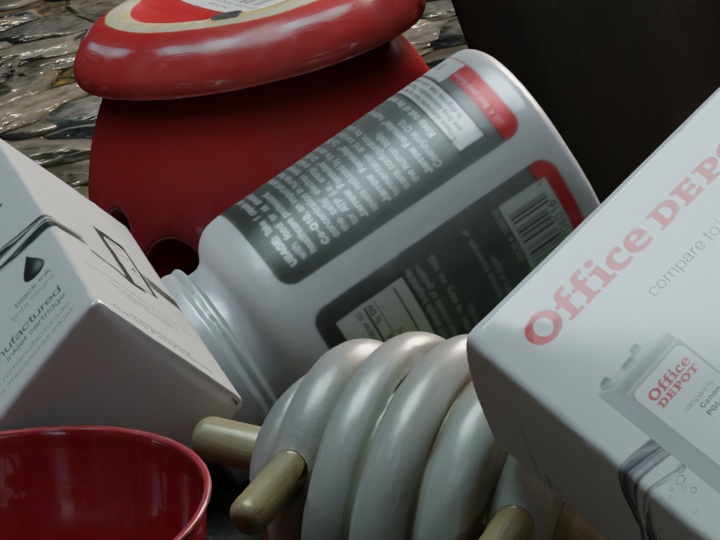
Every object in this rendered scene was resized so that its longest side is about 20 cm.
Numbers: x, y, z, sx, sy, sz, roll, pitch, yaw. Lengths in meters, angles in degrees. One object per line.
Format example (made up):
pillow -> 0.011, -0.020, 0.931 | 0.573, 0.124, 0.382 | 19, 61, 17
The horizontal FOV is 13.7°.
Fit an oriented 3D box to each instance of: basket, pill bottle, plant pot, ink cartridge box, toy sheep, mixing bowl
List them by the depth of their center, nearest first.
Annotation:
ink cartridge box -> 0.154, 0.049, 0.988 | 0.147, 0.083, 0.200 | -44, 62, -13
mixing bowl -> -0.138, 0.143, 1.061 | 0.200, 0.108, 0.200 | -11, 17, 4
toy sheep -> 0.023, 0.085, 1.107 | 0.200, 0.138, 0.138 | 17, 28, 22
ink cartridge box -> -0.147, 0.050, 1.247 | 0.146, 0.084, 0.200 | -51, 28, 5
pill bottle -> 0.000, 0.000, 1.336 | 0.200, 0.114, 0.114 | -34, 21, -7
basket -> 0.130, -0.099, 1.486 | 0.180, 0.200, 0.136 | -18, 18, -23
plant pot -> -0.046, -0.054, 1.497 | 0.200, 0.183, 0.200 | -13, 18, 4
